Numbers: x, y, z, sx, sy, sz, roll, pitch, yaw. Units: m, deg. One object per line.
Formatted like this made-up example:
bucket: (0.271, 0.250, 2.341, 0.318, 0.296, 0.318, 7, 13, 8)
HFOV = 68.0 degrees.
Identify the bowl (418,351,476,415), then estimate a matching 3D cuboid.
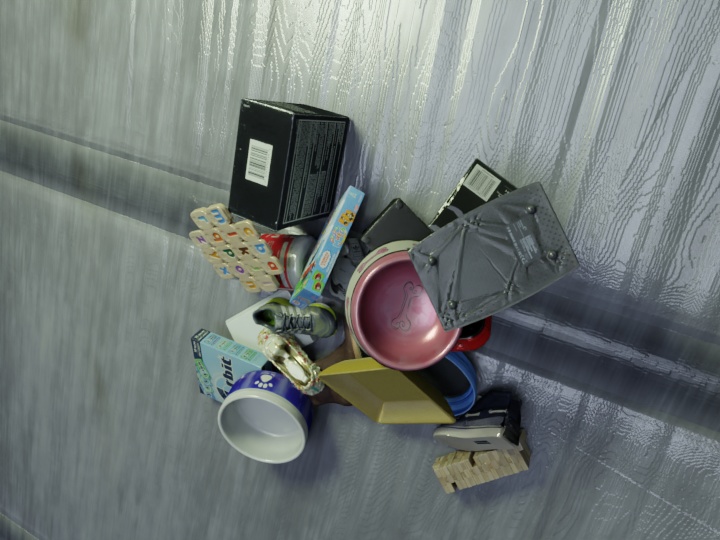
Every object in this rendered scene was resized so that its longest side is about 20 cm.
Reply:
bowl: (0.125, 0.195, 1.005, 0.196, 0.040, 0.204, 18, 137, 17)

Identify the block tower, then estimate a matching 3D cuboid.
block tower: (0.235, 0.371, 1.032, 0.198, 0.054, 0.059, -32, 89, 28)

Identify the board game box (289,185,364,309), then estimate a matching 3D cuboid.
board game box: (-0.063, -0.037, 0.973, 0.036, 0.151, 0.204, 27, 71, -9)

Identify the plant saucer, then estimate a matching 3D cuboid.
plant saucer: (0.052, 0.216, 0.984, 0.197, 0.049, 0.200, -15, 132, 41)

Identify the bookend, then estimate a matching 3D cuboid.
bookend: (0.099, -0.023, 0.933, 0.092, 0.200, 0.199, -44, 95, 6)

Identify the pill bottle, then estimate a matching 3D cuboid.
pill bottle: (-0.185, -0.018, 1.104, 0.195, 0.112, 0.115, 3, 104, 24)

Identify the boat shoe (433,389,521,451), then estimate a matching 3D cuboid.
boat shoe: (0.224, 0.284, 1.015, 0.074, 0.094, 0.198, 38, 147, -24)

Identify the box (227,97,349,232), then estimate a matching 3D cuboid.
box: (-0.131, -0.198, 0.987, 0.121, 0.197, 0.205, 21, 110, 22)

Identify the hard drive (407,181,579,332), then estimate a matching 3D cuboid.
hard drive: (0.177, -0.017, 0.726, 0.197, 0.042, 0.137, -27, 87, 10)

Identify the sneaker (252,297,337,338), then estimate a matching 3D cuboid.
sneaker: (-0.136, 0.105, 1.092, 0.196, 0.080, 0.076, 3, 103, 29)

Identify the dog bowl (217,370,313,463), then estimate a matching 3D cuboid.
dog bowl: (-0.202, 0.317, 1.152, 0.195, 0.079, 0.204, 6, 123, 9)

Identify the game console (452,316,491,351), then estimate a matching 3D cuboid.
game console: (0.137, 0.069, 0.952, 0.195, 0.179, 0.031, -7, 130, 25)

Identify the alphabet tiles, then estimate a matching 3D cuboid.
alphabet tiles: (-0.236, -0.037, 1.013, 0.192, 0.015, 0.202, -5, 127, 40)

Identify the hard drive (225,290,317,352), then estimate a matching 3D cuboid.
hard drive: (-0.202, 0.133, 1.197, 0.197, 0.026, 0.134, -28, 90, 27)

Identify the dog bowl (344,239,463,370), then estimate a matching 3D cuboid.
dog bowl: (0.071, 0.058, 0.806, 0.194, 0.074, 0.206, 0, 96, 1)

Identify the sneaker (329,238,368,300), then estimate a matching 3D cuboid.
sneaker: (0.000, 0.000, 1.009, 0.199, 0.074, 0.118, 14, 106, 59)

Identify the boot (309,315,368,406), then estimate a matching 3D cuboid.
boot: (-0.054, 0.190, 1.113, 0.163, 0.072, 0.205, -9, 100, 26)

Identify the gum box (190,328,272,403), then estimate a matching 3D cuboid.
gum box: (-0.291, 0.241, 1.229, 0.196, 0.045, 0.173, 16, 126, 21)

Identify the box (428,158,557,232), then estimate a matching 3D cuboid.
box: (0.208, -0.068, 0.847, 0.148, 0.200, 0.125, 39, 99, 12)

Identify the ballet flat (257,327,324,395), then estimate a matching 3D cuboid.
ballet flat: (-0.151, 0.182, 1.118, 0.198, 0.064, 0.076, 35, 89, 23)
